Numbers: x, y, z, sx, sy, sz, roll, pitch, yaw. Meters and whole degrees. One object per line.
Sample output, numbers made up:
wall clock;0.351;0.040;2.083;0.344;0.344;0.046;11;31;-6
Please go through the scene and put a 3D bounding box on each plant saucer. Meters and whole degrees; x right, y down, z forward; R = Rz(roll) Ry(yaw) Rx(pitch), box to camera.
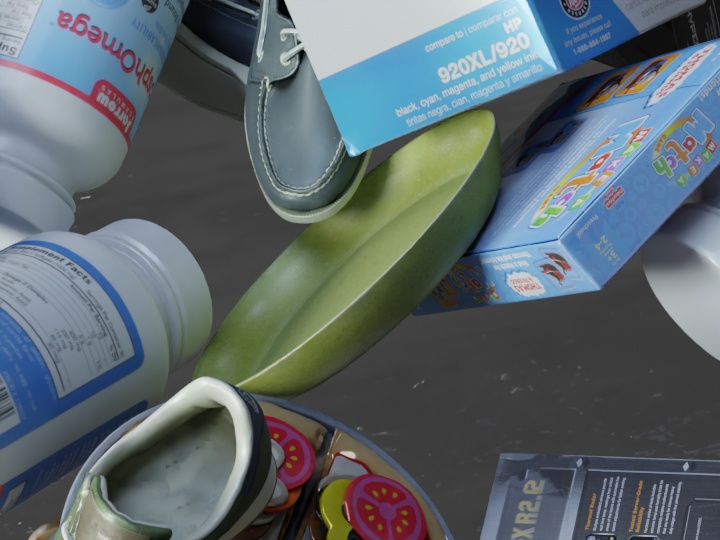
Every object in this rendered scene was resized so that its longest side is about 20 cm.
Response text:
plant saucer;0.000;0.000;1.298;0.200;0.031;0.200;-40;14;12

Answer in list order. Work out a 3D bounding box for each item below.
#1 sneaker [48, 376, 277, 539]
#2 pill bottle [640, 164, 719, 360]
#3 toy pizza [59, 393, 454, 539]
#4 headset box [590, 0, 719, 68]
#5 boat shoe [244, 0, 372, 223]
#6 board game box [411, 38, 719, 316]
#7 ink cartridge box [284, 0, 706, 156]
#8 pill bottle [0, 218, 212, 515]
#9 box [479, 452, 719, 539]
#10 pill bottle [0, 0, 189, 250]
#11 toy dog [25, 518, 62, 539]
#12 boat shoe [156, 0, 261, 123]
sneaker;-0.108;0.120;1.082;0.067;0.090;0.200;35;67;15
pill bottle;0.232;-0.045;1.264;0.200;0.112;0.112;-41;50;-18
toy pizza;-0.036;0.136;1.175;0.200;0.032;0.200;14;52;-18
headset box;0.170;-0.207;1.455;0.149;0.077;0.200;24;59;34
boat shoe;-0.029;-0.124;1.379;0.073;0.062;0.200;-1;68;14
board game box;0.106;-0.045;1.281;0.151;0.037;0.200;-45;13;-20
ink cartridge box;0.046;-0.187;1.320;0.145;0.200;0.147;-20;5;42
pill bottle;-0.164;0.047;1.284;0.112;0.112;0.200;17;29;31
box;0.120;0.174;1.149;0.158;0.048;0.200;0;50;20
pill bottle;-0.160;-0.112;1.386;0.109;0.109;0.200;11;70;27
toy dog;-0.177;0.187;1.170;0.200;0.140;0.194;-32;17;-33
boat shoe;-0.069;-0.128;1.467;0.200;0.075;0.062;29;65;35
